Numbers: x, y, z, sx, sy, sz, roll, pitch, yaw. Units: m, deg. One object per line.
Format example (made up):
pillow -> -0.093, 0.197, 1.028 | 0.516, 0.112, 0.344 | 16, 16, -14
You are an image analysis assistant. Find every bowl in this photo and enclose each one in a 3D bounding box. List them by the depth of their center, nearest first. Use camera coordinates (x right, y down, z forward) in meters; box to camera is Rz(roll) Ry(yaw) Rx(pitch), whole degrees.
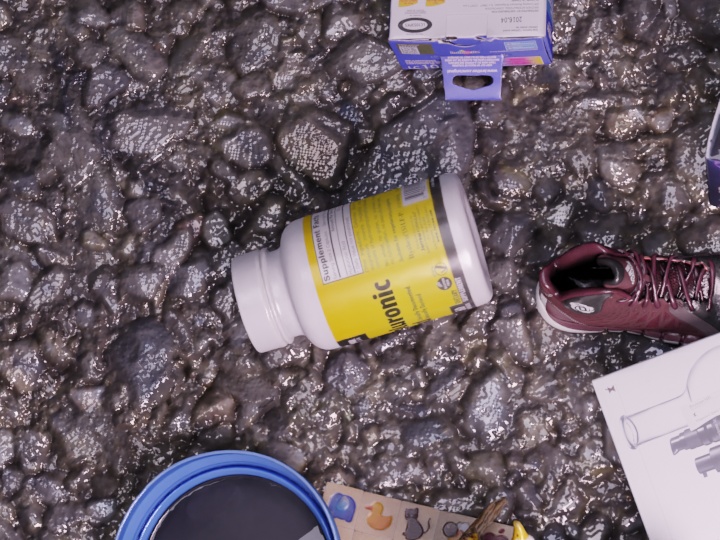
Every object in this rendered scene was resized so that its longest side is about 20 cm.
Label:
bowl -> -0.106, 0.248, 1.696 | 0.198, 0.039, 0.203 | -4, 75, 14

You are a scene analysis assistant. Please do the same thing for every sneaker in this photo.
sneaker -> 0.233, 0.015, 1.650 | 0.198, 0.116, 0.077 | -3, 76, 11

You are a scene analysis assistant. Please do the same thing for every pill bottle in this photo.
pill bottle -> 0.000, 0.000, 1.702 | 0.198, 0.111, 0.112 | -16, 74, 8

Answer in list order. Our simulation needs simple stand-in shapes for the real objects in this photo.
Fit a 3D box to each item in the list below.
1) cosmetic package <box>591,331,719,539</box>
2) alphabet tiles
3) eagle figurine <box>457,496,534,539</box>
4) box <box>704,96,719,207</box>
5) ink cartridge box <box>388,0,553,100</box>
cosmetic package -> 0.284, 0.155, 1.630 | 0.150, 0.052, 0.202 | -21, 81, 8
alphabet tiles -> 0.014, 0.268, 1.691 | 0.198, 0.008, 0.169 | 12, 80, 14
eagle figurine -> 0.135, 0.254, 1.576 | 0.199, 0.151, 0.152 | 24, 74, 32
box -> 0.377, -0.087, 1.631 | 0.198, 0.148, 0.105 | 18, 81, 16
ink cartridge box -> 0.095, -0.247, 1.760 | 0.135, 0.076, 0.202 | 0, 75, 12
